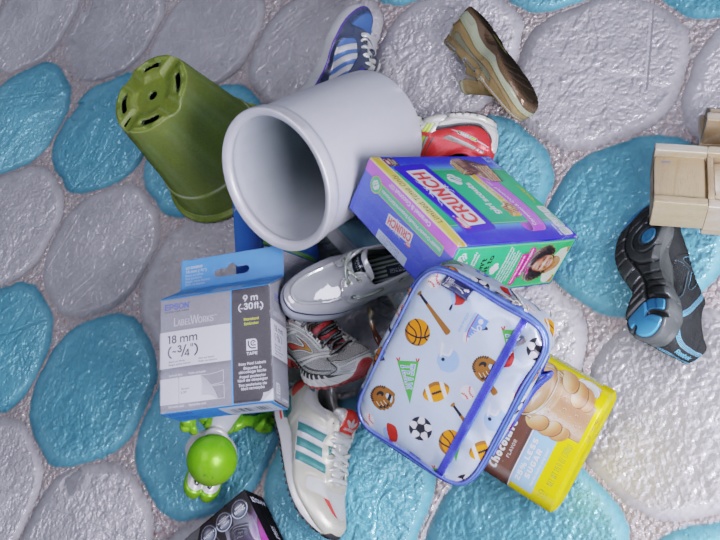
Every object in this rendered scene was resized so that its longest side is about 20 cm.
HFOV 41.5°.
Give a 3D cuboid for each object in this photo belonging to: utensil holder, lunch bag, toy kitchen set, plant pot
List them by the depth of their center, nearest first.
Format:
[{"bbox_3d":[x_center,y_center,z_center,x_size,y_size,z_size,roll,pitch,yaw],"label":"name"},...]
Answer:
[{"bbox_3d":[0.098,0.098,0.935,0.159,0.075,0.202,32,106,15],"label":"lunch bag"},{"bbox_3d":[0.405,-0.154,0.961,0.196,0.182,0.165,5,55,12],"label":"toy kitchen set"},{"bbox_3d":[-0.040,-0.141,1.154,0.168,0.173,0.199,19,35,33],"label":"utensil holder"},{"bbox_3d":[-0.245,-0.200,1.351,0.197,0.190,0.204,-12,62,24],"label":"plant pot"}]

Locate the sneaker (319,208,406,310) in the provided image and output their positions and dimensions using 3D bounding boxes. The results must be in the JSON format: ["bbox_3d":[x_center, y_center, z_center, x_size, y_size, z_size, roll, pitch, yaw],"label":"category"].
[{"bbox_3d":[0.008,-0.036,1.213,0.082,0.074,0.200,-40,63,-12],"label":"sneaker"}]

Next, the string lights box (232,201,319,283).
[{"bbox_3d":[-0.111,-0.053,1.254,0.059,0.102,0.203,-33,52,37],"label":"string lights box"}]

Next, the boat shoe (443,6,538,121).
[{"bbox_3d":[0.164,-0.254,1.239,0.076,0.071,0.202,-41,46,23],"label":"boat shoe"}]

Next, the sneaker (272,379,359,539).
[{"bbox_3d":[-0.040,0.208,1.114,0.093,0.070,0.202,-32,52,18],"label":"sneaker"}]

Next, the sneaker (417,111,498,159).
[{"bbox_3d":[0.081,-0.151,1.225,0.197,0.077,0.087,-4,75,30],"label":"sneaker"}]

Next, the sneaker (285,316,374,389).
[{"bbox_3d":[-0.054,0.083,1.136,0.077,0.084,0.199,-19,22,-33],"label":"sneaker"}]

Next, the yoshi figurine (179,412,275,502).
[{"bbox_3d":[-0.170,0.184,1.179,0.110,0.112,0.204,4,72,23],"label":"yoshi figurine"}]

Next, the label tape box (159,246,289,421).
[{"bbox_3d":[-0.162,0.066,1.119,0.141,0.063,0.204,-8,72,13],"label":"label tape box"}]

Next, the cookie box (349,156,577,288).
[{"bbox_3d":[0.116,-0.055,1.076,0.171,0.197,0.076,49,129,35],"label":"cookie box"}]

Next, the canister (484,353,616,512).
[{"bbox_3d":[0.150,0.139,1.000,0.198,0.086,0.151,29,101,22],"label":"canister"}]

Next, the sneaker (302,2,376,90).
[{"bbox_3d":[0.013,-0.270,1.320,0.144,0.081,0.202,19,73,25],"label":"sneaker"}]

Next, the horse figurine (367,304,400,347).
[{"bbox_3d":[0.085,0.098,1.109,0.196,0.050,0.135,-10,73,18],"label":"horse figurine"}]

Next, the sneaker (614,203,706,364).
[{"bbox_3d":[0.324,0.011,1.020,0.073,0.081,0.202,-35,31,42],"label":"sneaker"}]

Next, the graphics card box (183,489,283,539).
[{"bbox_3d":[-0.129,0.373,1.097,0.125,0.051,0.201,-39,54,7],"label":"graphics card box"}]

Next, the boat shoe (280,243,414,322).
[{"bbox_3d":[0.000,0.000,1.106,0.197,0.067,0.074,-18,66,-12],"label":"boat shoe"}]
